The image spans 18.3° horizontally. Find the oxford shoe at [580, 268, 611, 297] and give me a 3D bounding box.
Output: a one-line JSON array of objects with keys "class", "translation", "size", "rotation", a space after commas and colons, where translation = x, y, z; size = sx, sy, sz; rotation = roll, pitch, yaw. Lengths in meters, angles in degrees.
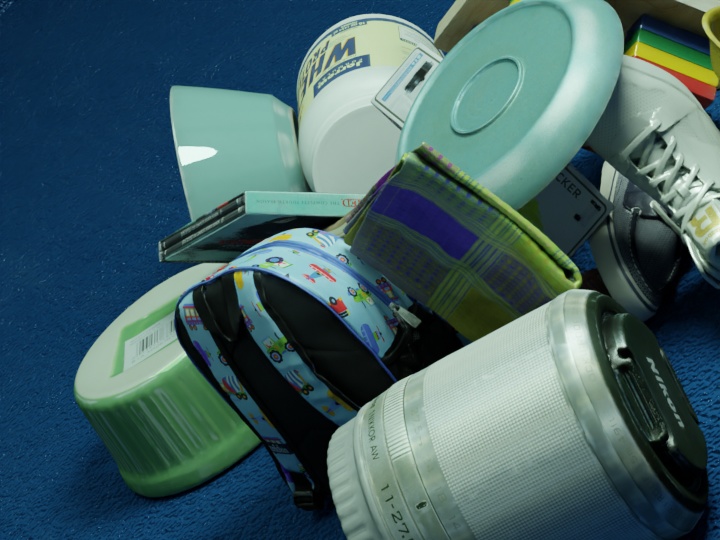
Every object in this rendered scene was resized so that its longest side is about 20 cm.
[{"class": "oxford shoe", "translation": [0.114, 0.076, 1.537], "size": [0.074, 0.071, 0.200], "rotation": [-12, 33, 50]}]

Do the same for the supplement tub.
[{"class": "supplement tub", "translation": [0.016, -0.128, 1.968], "size": [0.144, 0.145, 0.200], "rotation": [-32, 23, 12]}]

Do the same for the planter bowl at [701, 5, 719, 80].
[{"class": "planter bowl", "translation": [0.316, -0.105, 1.517], "size": [0.201, 0.199, 0.084], "rotation": [-94, 17, -64]}]

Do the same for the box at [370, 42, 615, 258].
[{"class": "box", "translation": [0.092, -0.087, 1.627], "size": [0.060, 0.117, 0.200], "rotation": [-48, 27, 2]}]

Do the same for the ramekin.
[{"class": "ramekin", "translation": [-0.142, 0.083, 1.856], "size": [0.199, 0.098, 0.200], "rotation": [-31, 23, 15]}]

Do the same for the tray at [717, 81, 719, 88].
[{"class": "tray", "translation": [0.286, -0.187, 1.833], "size": [0.199, 0.037, 0.099], "rotation": [-15, 31, 44]}]

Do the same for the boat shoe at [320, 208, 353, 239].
[{"class": "boat shoe", "translation": [0.000, 0.000, 1.686], "size": [0.200, 0.071, 0.065], "rotation": [-36, 54, 47]}]

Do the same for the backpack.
[{"class": "backpack", "translation": [-0.025, 0.053, 1.595], "size": [0.182, 0.200, 0.135], "rotation": [-23, 25, 48]}]

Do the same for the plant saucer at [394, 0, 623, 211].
[{"class": "plant saucer", "translation": [0.091, -0.112, 1.502], "size": [0.200, 0.027, 0.201], "rotation": [-35, 33, 26]}]

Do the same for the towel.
[{"class": "towel", "translation": [0.063, -0.009, 1.452], "size": [0.023, 0.143, 0.200], "rotation": [-53, 2, -19]}]

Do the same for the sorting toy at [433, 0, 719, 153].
[{"class": "sorting toy", "translation": [0.170, -0.160, 1.695], "size": [0.200, 0.197, 0.070], "rotation": [133, 155, -66]}]

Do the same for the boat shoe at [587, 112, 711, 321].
[{"class": "boat shoe", "translation": [0.221, -0.046, 1.603], "size": [0.092, 0.075, 0.201], "rotation": [-30, 25, 24]}]

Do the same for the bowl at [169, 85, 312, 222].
[{"class": "bowl", "translation": [-0.098, -0.081, 2.022], "size": [0.104, 0.202, 0.201], "rotation": [-14, 26, 4]}]

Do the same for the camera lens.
[{"class": "camera lens", "translation": [0.100, 0.117, 1.360], "size": [0.199, 0.160, 0.160], "rotation": [-29, 24, 19]}]

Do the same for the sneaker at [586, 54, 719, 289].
[{"class": "sneaker", "translation": [0.218, -0.060, 1.484], "size": [0.074, 0.199, 0.116], "rotation": [-47, 22, 19]}]

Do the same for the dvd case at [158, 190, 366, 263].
[{"class": "dvd case", "translation": [-0.060, -0.032, 1.759], "size": [0.145, 0.022, 0.200], "rotation": [1, -9, -25]}]
